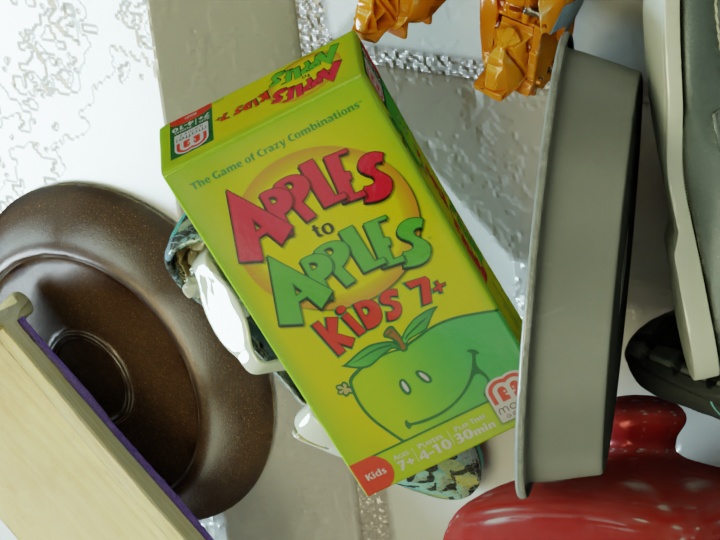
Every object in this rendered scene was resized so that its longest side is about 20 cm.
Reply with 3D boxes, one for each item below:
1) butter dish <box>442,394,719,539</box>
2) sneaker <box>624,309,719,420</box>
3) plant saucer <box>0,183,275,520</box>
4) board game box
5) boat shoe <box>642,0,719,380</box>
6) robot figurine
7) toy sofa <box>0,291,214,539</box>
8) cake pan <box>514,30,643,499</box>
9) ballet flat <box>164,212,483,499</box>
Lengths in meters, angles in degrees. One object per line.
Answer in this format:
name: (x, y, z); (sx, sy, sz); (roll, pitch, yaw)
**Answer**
butter dish: (0.124, 0.130, 1.360); (0.199, 0.200, 0.148); (2, 90, 36)
sneaker: (0.205, 0.073, 1.315); (0.200, 0.075, 0.079); (18, 127, 29)
plant saucer: (-0.135, 0.051, 1.589); (0.200, 0.032, 0.201); (19, 126, 28)
board game box: (0.000, 0.000, 1.377); (0.101, 0.048, 0.200); (-26, 119, 10)
boat shoe: (0.156, -0.053, 1.262); (0.062, 0.073, 0.200); (-7, 107, 1)
robot figurine: (0.053, -0.180, 1.291); (0.145, 0.058, 0.200); (25, 128, 26)
toy sofa: (-0.145, 0.112, 1.566); (0.083, 0.098, 0.200); (-43, 86, 19)
cake pan: (0.094, -0.001, 1.280); (0.037, 0.200, 0.201); (5, 121, 7)
ballet flat: (-0.024, 0.047, 1.477); (0.200, 0.074, 0.074); (47, 133, 5)
